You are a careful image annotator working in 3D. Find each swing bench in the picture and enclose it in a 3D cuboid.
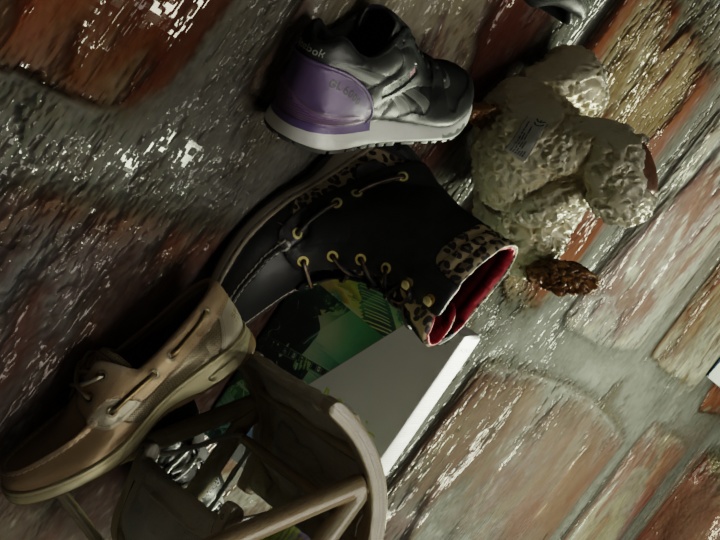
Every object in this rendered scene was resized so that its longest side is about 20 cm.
[{"bbox_3d":[-0.097,0.163,1.103,0.200,0.199,0.130,-38,115,-14],"label":"swing bench"}]

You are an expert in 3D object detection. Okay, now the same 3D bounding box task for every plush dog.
[{"bbox_3d":[0.139,-0.069,1.333,0.160,0.200,0.172,-7,131,-12],"label":"plush dog"}]

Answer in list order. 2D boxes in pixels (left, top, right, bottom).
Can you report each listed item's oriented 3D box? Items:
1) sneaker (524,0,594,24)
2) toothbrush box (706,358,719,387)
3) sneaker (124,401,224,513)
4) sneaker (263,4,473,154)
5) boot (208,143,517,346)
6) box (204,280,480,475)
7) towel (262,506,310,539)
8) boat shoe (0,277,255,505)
[{"bbox_3d":[0.175,-0.259,1.205,0.199,0.076,0.114,-36,154,-25],"label":"sneaker"},{"bbox_3d":[0.662,0.197,2.656,0.085,0.146,0.200,-53,158,5],"label":"toothbrush box"},{"bbox_3d":[-0.133,0.170,1.252,0.074,0.088,0.200,-35,150,-29],"label":"sneaker"},{"bbox_3d":[0.024,-0.137,1.111,0.200,0.076,0.088,-18,135,-51],"label":"sneaker"},{"bbox_3d":[0.000,0.000,1.162,0.200,0.151,0.073,-42,155,-18],"label":"boot"},{"bbox_3d":[-0.019,0.089,1.268,0.200,0.144,0.036,-56,157,11],"label":"box"},{"bbox_3d":[-0.061,0.239,1.096,0.144,0.200,0.023,-43,118,-11],"label":"towel"},{"bbox_3d":[-0.167,0.080,1.100,0.200,0.071,0.065,-37,119,-17],"label":"boat shoe"}]
